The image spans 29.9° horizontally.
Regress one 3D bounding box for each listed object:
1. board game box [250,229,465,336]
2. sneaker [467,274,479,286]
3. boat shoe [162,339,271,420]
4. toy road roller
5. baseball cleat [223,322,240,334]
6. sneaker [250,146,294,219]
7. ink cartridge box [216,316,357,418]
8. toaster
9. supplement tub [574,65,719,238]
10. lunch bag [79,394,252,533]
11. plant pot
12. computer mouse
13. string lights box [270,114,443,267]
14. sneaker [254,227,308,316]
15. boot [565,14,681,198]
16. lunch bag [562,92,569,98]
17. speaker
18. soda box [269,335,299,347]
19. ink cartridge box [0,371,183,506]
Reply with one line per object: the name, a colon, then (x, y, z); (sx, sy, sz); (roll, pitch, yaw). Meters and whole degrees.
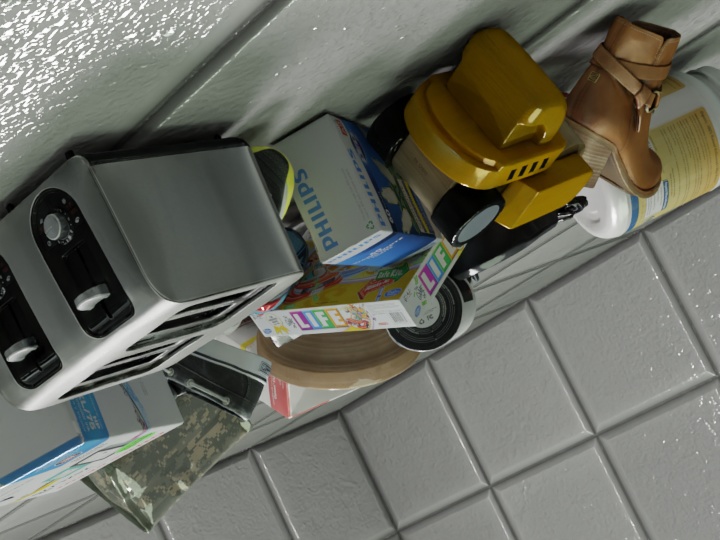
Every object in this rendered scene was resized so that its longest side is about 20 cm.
board game box: (0.000, 0.000, 1.284); (0.198, 0.034, 0.135); (-7, -142, 43)
sneaker: (0.098, -0.023, 1.551); (0.079, 0.131, 0.199); (-25, 171, -16)
boat shoe: (-0.177, 0.088, 1.226); (0.074, 0.197, 0.069); (57, 52, -68)
toy road roller: (0.117, -0.120, 1.087); (0.199, 0.123, 0.146); (-21, 156, -45)
baseball cleat: (-0.141, 0.012, 1.307); (0.106, 0.070, 0.200); (-44, 172, 3)
sneaker: (-0.094, -0.041, 1.063); (0.090, 0.078, 0.200); (-41, 174, -40)
ink cartridge box: (-0.102, 0.101, 1.688); (0.116, 0.068, 0.199); (-21, -151, -33)
toaster: (-0.158, -0.002, 0.935); (0.180, 0.120, 0.199); (-32, 170, 34)
supplement tub: (0.331, -0.138, 1.533); (0.198, 0.146, 0.145); (-25, 171, -13)
lunch bag: (-0.242, 0.154, 1.432); (0.164, 0.118, 0.199); (-43, -142, -23)
plant pot: (-0.028, 0.052, 1.597); (0.198, 0.094, 0.201); (-3, -154, 2)
computer mouse: (0.138, -0.043, 1.342); (0.137, 0.053, 0.200); (-25, -178, 28)
string lights box: (0.001, -0.061, 1.123); (0.058, 0.104, 0.200); (-27, 172, 15)
sneaker: (-0.108, -0.005, 1.207); (0.199, 0.080, 0.095); (-18, 166, -46)
boot: (0.254, -0.155, 1.263); (0.199, 0.076, 0.157); (4, 114, -48)
lunch bag: (0.132, -0.109, 1.346); (0.175, 0.083, 0.199); (-28, 171, 30)
speaker: (0.072, 0.037, 1.369); (0.081, 0.082, 0.200); (-28, 175, 8)
soda box: (-0.023, -0.003, 1.427); (0.198, 0.071, 0.064); (-29, 131, 6)
ink cartridge box: (-0.264, 0.096, 1.089); (0.146, 0.147, 0.200); (-28, 172, 12)
